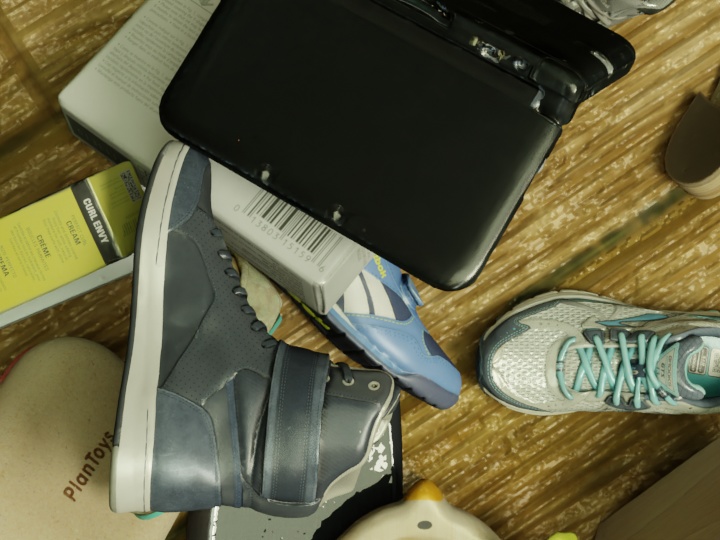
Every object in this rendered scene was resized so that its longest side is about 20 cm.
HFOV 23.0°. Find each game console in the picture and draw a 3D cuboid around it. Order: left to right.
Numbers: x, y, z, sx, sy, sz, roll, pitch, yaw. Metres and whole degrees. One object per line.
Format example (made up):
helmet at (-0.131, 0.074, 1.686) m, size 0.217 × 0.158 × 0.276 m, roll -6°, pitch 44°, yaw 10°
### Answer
game console at (0.023, -0.103, 0.968) m, size 0.199 × 0.176 × 0.117 m, roll 30°, pitch 117°, yaw 15°

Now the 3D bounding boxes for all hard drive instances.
hard drive at (-0.039, 0.171, 1.077) m, size 0.133 × 0.042 × 0.202 m, roll 4°, pitch 93°, yaw -9°

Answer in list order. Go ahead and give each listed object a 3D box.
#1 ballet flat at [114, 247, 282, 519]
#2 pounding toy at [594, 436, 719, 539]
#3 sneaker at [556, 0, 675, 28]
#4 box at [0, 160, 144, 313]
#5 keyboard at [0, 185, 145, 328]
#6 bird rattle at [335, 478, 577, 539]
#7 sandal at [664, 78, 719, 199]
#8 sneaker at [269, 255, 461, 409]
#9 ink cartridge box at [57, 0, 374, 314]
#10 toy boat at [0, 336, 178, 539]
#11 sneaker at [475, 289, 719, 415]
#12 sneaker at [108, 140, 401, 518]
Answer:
ballet flat at (-0.102, 0.057, 0.999) m, size 0.067 × 0.201 × 0.063 m, roll -20°, pitch 115°, yaw 27°
pounding toy at (0.255, 0.214, 1.033) m, size 0.199 × 0.184 × 0.143 m, roll 36°, pitch 43°, yaw -9°
sneaker at (0.116, -0.158, 1.046) m, size 0.199 × 0.115 × 0.075 m, roll -30°, pitch 97°, yaw -6°
box at (-0.215, 0.003, 0.992) m, size 0.198 × 0.075 × 0.051 m, roll -23°, pitch 96°, yaw 16°
keyboard at (-0.164, -0.017, 1.064) m, size 0.198 × 0.011 × 0.057 m, roll -23°, pitch 102°, yaw -7°
bird rattle at (0.043, 0.217, 1.042) m, size 0.200 × 0.113 × 0.163 m, roll -44°, pitch 87°, yaw 14°
sandal at (0.277, -0.126, 1.111) m, size 0.069 × 0.078 × 0.212 m, roll 34°, pitch 95°, yaw -40°
sneaker at (0.000, 0.000, 1.059) m, size 0.082 × 0.074 × 0.200 m, roll -45°, pitch 103°, yaw -12°
ink cartridge box at (-0.045, -0.100, 1.020) m, size 0.199 × 0.044 × 0.174 m, roll 35°, pitch 71°, yaw 18°
toy boat at (-0.188, 0.144, 1.016) m, size 0.130 × 0.131 × 0.201 m, roll 39°, pitch 45°, yaw -9°
sneaker at (0.170, 0.052, 1.082) m, size 0.198 × 0.086 × 0.079 m, roll -2°, pitch 93°, yaw -9°
sneaker at (-0.050, 0.031, 0.927) m, size 0.144 × 0.077 × 0.204 m, roll 3°, pitch 68°, yaw -2°
